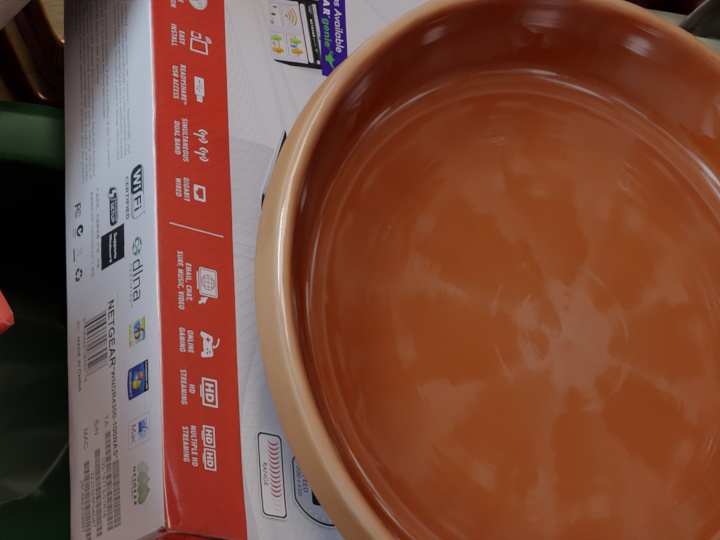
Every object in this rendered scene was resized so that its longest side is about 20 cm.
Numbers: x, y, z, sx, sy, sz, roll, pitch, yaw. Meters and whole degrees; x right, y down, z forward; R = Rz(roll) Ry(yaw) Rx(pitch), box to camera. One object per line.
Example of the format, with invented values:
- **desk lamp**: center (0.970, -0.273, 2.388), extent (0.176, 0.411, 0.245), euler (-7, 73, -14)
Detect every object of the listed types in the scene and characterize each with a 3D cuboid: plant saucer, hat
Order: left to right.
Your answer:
- **hat**: center (-0.129, 0.039, 0.890), extent (0.165, 0.176, 0.200), euler (27, 71, -15)
- **plant saucer**: center (0.060, 0.017, 0.801), extent (0.200, 0.032, 0.201), euler (9, 70, -26)

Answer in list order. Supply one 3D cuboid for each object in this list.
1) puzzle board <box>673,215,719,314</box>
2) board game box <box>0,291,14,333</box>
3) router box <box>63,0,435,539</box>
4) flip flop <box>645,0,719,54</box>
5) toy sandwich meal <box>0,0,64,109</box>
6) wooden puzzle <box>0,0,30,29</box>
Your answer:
- **puzzle board**: center (0.176, 0.026, 0.885), extent (0.200, 0.017, 0.151), euler (-24, 90, -26)
- **board game box**: center (-0.189, -0.007, 0.737), extent (0.040, 0.200, 0.153), euler (-21, 79, -47)
- **router box**: center (0.000, 0.000, 0.833), extent (0.179, 0.049, 0.201), euler (13, 63, -36)
- **flip flop**: center (0.138, -0.076, 1.012), extent (0.199, 0.058, 0.081), euler (9, 47, -1)
- **toy sandwich meal**: center (-0.057, -0.082, 0.976), extent (0.205, 0.070, 0.206), euler (5, 47, -5)
- **wooden puzzle**: center (-0.169, -0.103, 0.836), extent (0.185, 0.046, 0.200), euler (-45, 42, -4)
